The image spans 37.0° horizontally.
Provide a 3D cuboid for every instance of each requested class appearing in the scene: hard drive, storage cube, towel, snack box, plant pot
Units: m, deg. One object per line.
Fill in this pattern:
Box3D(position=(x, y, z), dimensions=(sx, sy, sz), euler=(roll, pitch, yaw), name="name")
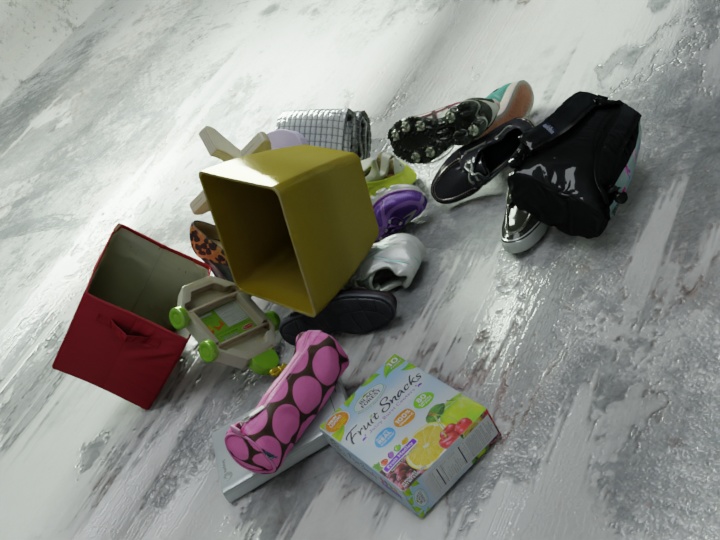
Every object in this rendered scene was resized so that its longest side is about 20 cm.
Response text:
Box3D(position=(-0.106, 0.216, 1.459), dimensions=(0.198, 0.027, 0.132), euler=(-31, 32, 3), name="hard drive")
Box3D(position=(-0.355, 0.073, 1.674), dimensions=(0.181, 0.169, 0.202), euler=(-55, 16, 36), name="storage cube")
Box3D(position=(-0.065, -0.169, 1.820), dimensions=(0.163, 0.204, 0.085), euler=(5, 2, 37), name="towel")
Box3D(position=(0.056, 0.196, 1.317), dimensions=(0.142, 0.053, 0.199), euler=(-41, 32, -15), name="snack box")
Box3D(position=(-0.088, -0.080, 1.571), dimensions=(0.175, 0.203, 0.198), euler=(-33, 31, -31), name="plant pot")

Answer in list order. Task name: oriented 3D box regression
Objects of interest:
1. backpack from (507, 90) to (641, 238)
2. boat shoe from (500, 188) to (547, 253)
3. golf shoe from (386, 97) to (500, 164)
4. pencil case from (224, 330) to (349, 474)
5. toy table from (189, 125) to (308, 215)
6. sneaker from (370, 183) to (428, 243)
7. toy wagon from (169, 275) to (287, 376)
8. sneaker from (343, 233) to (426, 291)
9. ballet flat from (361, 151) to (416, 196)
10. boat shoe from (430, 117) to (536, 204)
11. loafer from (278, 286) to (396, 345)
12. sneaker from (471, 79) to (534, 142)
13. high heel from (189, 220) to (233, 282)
Box3D(position=(0.304, -0.150, 1.485), dimensions=(0.165, 0.127, 0.201), euler=(29, 58, 12), name="backpack")
Box3D(position=(0.239, -0.109, 1.564), dimensions=(0.070, 0.064, 0.201), euler=(-9, 38, 33), name="boat shoe")
Box3D(position=(0.133, -0.223, 1.707), dimensions=(0.198, 0.078, 0.088), euler=(-10, 15, 41), name="golf shoe")
Box3D(position=(-0.094, 0.166, 1.404), dimensions=(0.090, 0.094, 0.201), euler=(-1, 42, 40), name="pencil case")
Box3D(position=(-0.181, -0.147, 1.729), dimensions=(0.184, 0.116, 0.201), euler=(48, 115, 26), name="toy table")
Box3D(position=(0.025, -0.057, 1.695), dimensions=(0.199, 0.081, 0.084), euler=(-34, 43, 15), name="sneaker")
Box3D(position=(-0.186, 0.092, 1.601), dimensions=(0.154, 0.200, 0.040), euler=(-23, -26, -50), name="toy wagon")
Box3D(position=(0.000, 0.000, 1.623), dimensions=(0.197, 0.071, 0.081), euler=(-12, 39, 28), name="sneaker")
Box3D(position=(0.028, -0.155, 1.746), dimensions=(0.066, 0.068, 0.199), euler=(25, 34, 34), name="ballet flat")
Box3D(position=(0.181, -0.167, 1.650), dimensions=(0.199, 0.073, 0.063), euler=(-34, -2, 24), name="boat shoe")
Box3D(position=(-0.031, 0.056, 1.576), dimensions=(0.197, 0.072, 0.063), euler=(-16, 30, 30), name="loafer")
Box3D(position=(0.211, -0.233, 1.765), dimensions=(0.079, 0.072, 0.201), euler=(-7, 36, 47), name="sneaker")
Box3D(position=(-0.182, -0.043, 1.771), dimensions=(0.197, 0.144, 0.072), euler=(-16, 34, 24), name="high heel")
